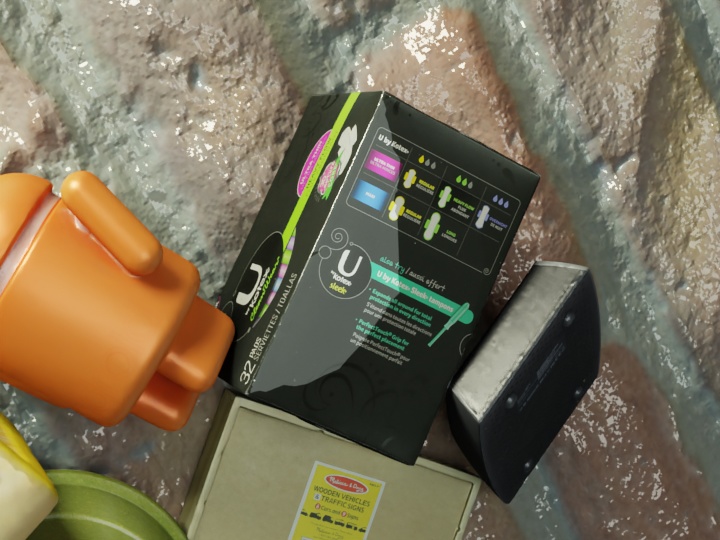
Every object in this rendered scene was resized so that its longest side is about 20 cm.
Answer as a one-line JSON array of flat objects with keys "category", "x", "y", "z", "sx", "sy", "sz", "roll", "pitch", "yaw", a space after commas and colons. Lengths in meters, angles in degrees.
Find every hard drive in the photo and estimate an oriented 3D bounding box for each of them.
[{"category": "hard drive", "x": 0.111, "y": 0.076, "z": 0.977, "sx": 0.042, "sy": 0.200, "sz": 0.135, "roll": 32, "pitch": 77, "yaw": 22}]

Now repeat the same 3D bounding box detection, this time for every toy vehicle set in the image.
[{"category": "toy vehicle set", "x": -0.023, "y": 0.173, "z": 1.008, "sx": 0.199, "sy": 0.026, "sz": 0.125, "roll": 21, "pitch": 88, "yaw": -22}]

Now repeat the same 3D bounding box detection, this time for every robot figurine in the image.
[{"category": "robot figurine", "x": -0.176, "y": 0.016, "z": 0.876, "sx": 0.199, "sy": 0.144, "sz": 0.117, "roll": 30, "pitch": 73, "yaw": -8}]

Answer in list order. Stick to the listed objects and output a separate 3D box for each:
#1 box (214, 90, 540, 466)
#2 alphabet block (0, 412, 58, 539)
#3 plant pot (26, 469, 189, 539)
[{"category": "box", "x": 0.000, "y": 0.000, "z": 0.934, "sx": 0.124, "sy": 0.148, "sz": 0.201, "roll": 25, "pitch": 86, "yaw": -20}, {"category": "alphabet block", "x": -0.315, "y": 0.118, "z": 0.802, "sx": 0.200, "sy": 0.195, "sz": 0.196, "roll": -47, "pitch": 111, "yaw": -9}, {"category": "plant pot", "x": -0.179, "y": 0.241, "z": 0.853, "sx": 0.199, "sy": 0.190, "sz": 0.201, "roll": -2, "pitch": 99, "yaw": -12}]
